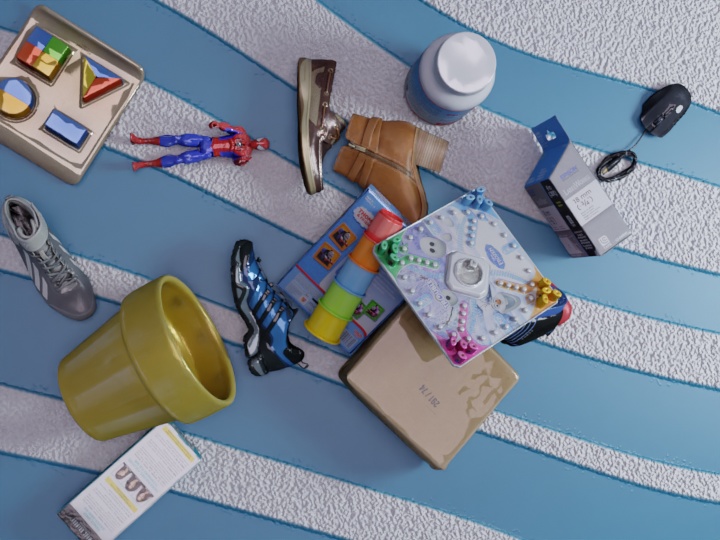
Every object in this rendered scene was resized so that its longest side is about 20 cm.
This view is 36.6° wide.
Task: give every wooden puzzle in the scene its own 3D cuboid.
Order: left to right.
[{"bbox_3d":[-0.434,-0.252,1.550,0.185,0.046,0.201,31,85,-6],"label":"wooden puzzle"}]

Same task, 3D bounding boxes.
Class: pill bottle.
[{"bbox_3d":[0.129,-0.274,1.546,0.108,0.200,0.110,0,89,-7],"label":"pill bottle"}]

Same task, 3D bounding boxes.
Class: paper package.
[{"bbox_3d":[0.099,0.153,1.580,0.200,0.103,0.191,43,82,-4],"label":"paper package"}]

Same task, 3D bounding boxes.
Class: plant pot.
[{"bbox_3d":[-0.300,0.136,1.492,0.188,0.201,0.202,-28,92,8],"label":"plant pot"}]

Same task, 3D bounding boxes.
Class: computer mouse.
[{"bbox_3d":[0.436,-0.210,1.669,0.059,0.034,0.200,42,84,-5],"label":"computer mouse"}]

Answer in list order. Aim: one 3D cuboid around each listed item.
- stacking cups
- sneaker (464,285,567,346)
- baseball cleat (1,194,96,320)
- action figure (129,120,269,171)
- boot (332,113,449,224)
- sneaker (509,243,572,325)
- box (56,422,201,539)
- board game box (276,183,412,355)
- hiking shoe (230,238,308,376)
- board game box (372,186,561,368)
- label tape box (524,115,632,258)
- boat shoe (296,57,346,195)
[{"bbox_3d":[-0.010,0.004,1.526,0.060,0.061,0.201,27,104,-6],"label":"stacking cups"},{"bbox_3d":[0.200,0.075,1.539,0.199,0.070,0.078,-6,132,-22],"label":"sneaker"},{"bbox_3d":[-0.439,-0.014,1.512,0.070,0.106,0.200,-38,95,-12],"label":"baseball cleat"},{"bbox_3d":[-0.227,-0.177,1.552,0.198,0.099,0.066,-5,90,-10],"label":"action figure"},{"bbox_3d":[0.031,-0.124,1.602,0.154,0.074,0.201,17,91,3],"label":"boot"},{"bbox_3d":[0.234,0.021,1.594,0.199,0.116,0.079,29,85,-6],"label":"sneaker"},{"bbox_3d":[-0.326,0.304,1.546,0.200,0.049,0.082,-41,93,-7],"label":"box"},{"bbox_3d":[0.000,0.000,1.570,0.151,0.037,0.200,44,107,-4],"label":"board game box"},{"bbox_3d":[-0.134,0.049,1.567,0.086,0.074,0.201,-11,101,0],"label":"hiking shoe"},{"bbox_3d":[0.148,0.003,1.485,0.199,0.026,0.200,-29,78,-27],"label":"board game box"},{"bbox_3d":[0.298,-0.117,1.593,0.063,0.144,0.201,-35,92,-5],"label":"label tape box"},{"bbox_3d":[-0.055,-0.211,1.588,0.071,0.072,0.202,-1,82,-6],"label":"boat shoe"}]
